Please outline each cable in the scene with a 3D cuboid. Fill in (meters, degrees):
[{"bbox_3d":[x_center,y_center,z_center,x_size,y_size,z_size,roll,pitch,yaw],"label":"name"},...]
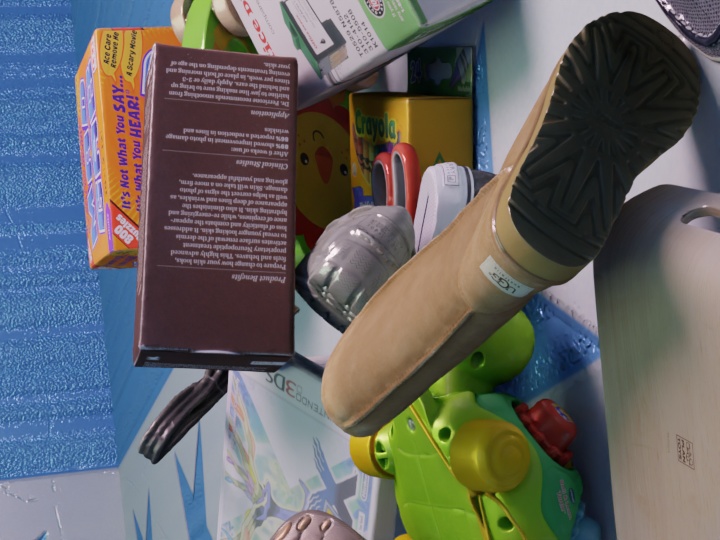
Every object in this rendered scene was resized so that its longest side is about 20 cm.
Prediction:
[{"bbox_3d":[-0.111,0.071,0.993,0.050,0.200,0.097,43,142,3],"label":"cable"}]

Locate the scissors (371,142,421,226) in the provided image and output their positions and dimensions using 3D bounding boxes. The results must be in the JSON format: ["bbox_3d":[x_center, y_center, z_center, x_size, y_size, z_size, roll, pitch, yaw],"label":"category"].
[{"bbox_3d":[0.023,0.016,0.886,0.073,0.014,0.203,-160,68,-67],"label":"scissors"}]

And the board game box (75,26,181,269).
[{"bbox_3d":[-0.164,-0.115,1.306,0.200,0.197,0.203,166,99,-72],"label":"board game box"}]

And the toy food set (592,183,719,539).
[{"bbox_3d":[0.165,0.071,0.571,0.143,0.060,0.203,-152,51,-68],"label":"toy food set"}]

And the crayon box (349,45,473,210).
[{"bbox_3d":[0.034,-0.055,0.941,0.126,0.051,0.203,-156,64,-70],"label":"crayon box"}]

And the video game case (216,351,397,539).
[{"bbox_3d":[-0.041,0.161,0.905,0.181,0.022,0.203,24,114,50],"label":"video game case"}]

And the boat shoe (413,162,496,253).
[{"bbox_3d":[0.061,0.033,0.838,0.072,0.070,0.203,-101,19,-63],"label":"boat shoe"}]

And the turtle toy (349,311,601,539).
[{"bbox_3d":[0.070,0.105,0.760,0.145,0.100,0.203,-6,101,58],"label":"turtle toy"}]

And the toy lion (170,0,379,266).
[{"bbox_3d":[-0.054,-0.101,1.005,0.068,0.199,0.195,-14,67,39],"label":"toy lion"}]

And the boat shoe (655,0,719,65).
[{"bbox_3d":[0.113,-0.165,0.604,0.075,0.091,0.201,105,155,-45],"label":"boat shoe"}]

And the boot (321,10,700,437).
[{"bbox_3d":[0.065,-0.020,0.658,0.066,0.175,0.200,41,145,-1],"label":"boot"}]

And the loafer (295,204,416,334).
[{"bbox_3d":[0.000,0.000,0.851,0.070,0.070,0.200,41,171,-4],"label":"loafer"}]

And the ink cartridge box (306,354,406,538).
[{"bbox_3d":[-0.027,0.144,1.051,0.200,0.123,0.131,-156,64,-70],"label":"ink cartridge box"}]

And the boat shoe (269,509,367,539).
[{"bbox_3d":[0.028,0.208,0.739,0.199,0.074,0.074,38,165,35],"label":"boat shoe"}]

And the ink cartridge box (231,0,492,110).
[{"bbox_3d":[-0.010,-0.204,0.874,0.147,0.084,0.199,62,151,-4],"label":"ink cartridge box"}]

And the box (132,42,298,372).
[{"bbox_3d":[-0.094,-0.038,0.875,0.075,0.099,0.203,133,139,-70],"label":"box"}]
